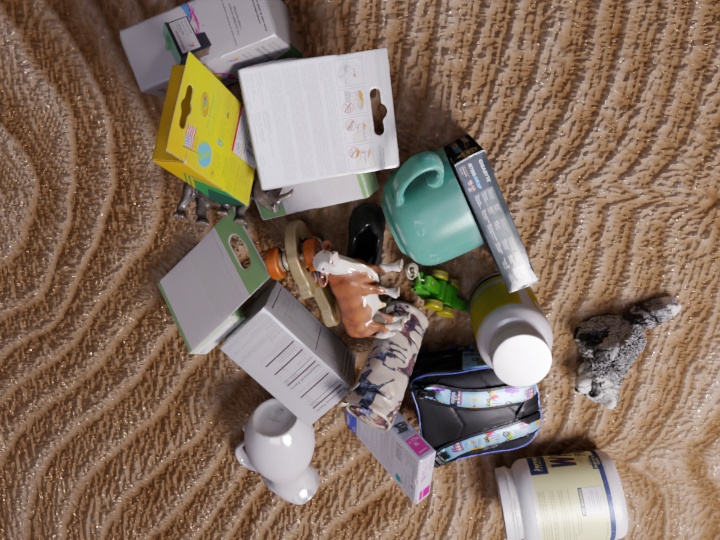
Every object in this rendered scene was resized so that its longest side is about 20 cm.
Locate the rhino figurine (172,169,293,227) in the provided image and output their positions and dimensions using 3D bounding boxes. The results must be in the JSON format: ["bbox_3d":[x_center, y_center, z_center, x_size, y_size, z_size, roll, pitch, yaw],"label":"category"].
[{"bbox_3d":[-0.189,-0.117,0.880,0.198,0.060,0.089,0,73,24],"label":"rhino figurine"}]

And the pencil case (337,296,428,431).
[{"bbox_3d":[0.042,0.146,0.935,0.089,0.078,0.202,32,66,-19],"label":"pencil case"}]

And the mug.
[{"bbox_3d":[0.092,-0.098,0.846,0.113,0.153,0.186,-24,119,12],"label":"mug"}]

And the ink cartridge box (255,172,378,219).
[{"bbox_3d":[-0.085,-0.167,0.890,0.198,0.048,0.147,-8,111,30],"label":"ink cartridge box"}]

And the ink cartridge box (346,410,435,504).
[{"bbox_3d":[0.046,0.283,0.995,0.042,0.200,0.120,-25,134,-30],"label":"ink cartridge box"}]

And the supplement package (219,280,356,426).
[{"bbox_3d":[-0.114,0.138,0.976,0.109,0.114,0.200,-41,103,17],"label":"supplement package"}]

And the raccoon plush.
[{"bbox_3d":[0.439,0.144,0.950,0.198,0.097,0.135,-19,116,11],"label":"raccoon plush"}]

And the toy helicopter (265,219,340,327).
[{"bbox_3d":[-0.075,0.006,0.930,0.078,0.133,0.201,-13,127,13],"label":"toy helicopter"}]

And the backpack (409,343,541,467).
[{"bbox_3d":[0.190,0.212,0.968,0.198,0.135,0.185,-11,109,9],"label":"backpack"}]

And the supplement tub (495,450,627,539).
[{"bbox_3d":[0.345,0.399,1.020,0.198,0.145,0.147,-9,110,8],"label":"supplement tub"}]

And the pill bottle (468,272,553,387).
[{"bbox_3d":[0.227,0.087,0.883,0.110,0.200,0.113,2,110,4],"label":"pill bottle"}]

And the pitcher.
[{"bbox_3d":[-0.161,0.315,1.042,0.170,0.122,0.202,12,133,16],"label":"pitcher"}]

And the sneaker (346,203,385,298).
[{"bbox_3d":[0.000,0.000,0.928,0.075,0.091,0.202,2,112,2],"label":"sneaker"}]

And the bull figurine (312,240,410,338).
[{"bbox_3d":[0.004,0.032,0.858,0.120,0.066,0.201,3,141,16],"label":"bull figurine"}]

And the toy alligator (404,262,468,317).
[{"bbox_3d":[0.106,0.028,0.918,0.054,0.199,0.060,2,72,38],"label":"toy alligator"}]

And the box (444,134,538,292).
[{"bbox_3d":[0.185,-0.088,0.843,0.046,0.159,0.201,-24,106,12],"label":"box"}]

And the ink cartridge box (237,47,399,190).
[{"bbox_3d":[-0.055,-0.208,0.799,0.198,0.050,0.164,-11,110,-7],"label":"ink cartridge box"}]

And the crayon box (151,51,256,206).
[{"bbox_3d":[-0.200,-0.176,0.759,0.050,0.200,0.129,6,79,17],"label":"crayon box"}]

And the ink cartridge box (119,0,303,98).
[{"bbox_3d":[-0.196,-0.306,0.794,0.198,0.145,0.085,-17,97,11],"label":"ink cartridge box"}]

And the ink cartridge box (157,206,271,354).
[{"bbox_3d":[-0.227,0.018,0.937,0.200,0.048,0.146,-40,66,17],"label":"ink cartridge box"}]
